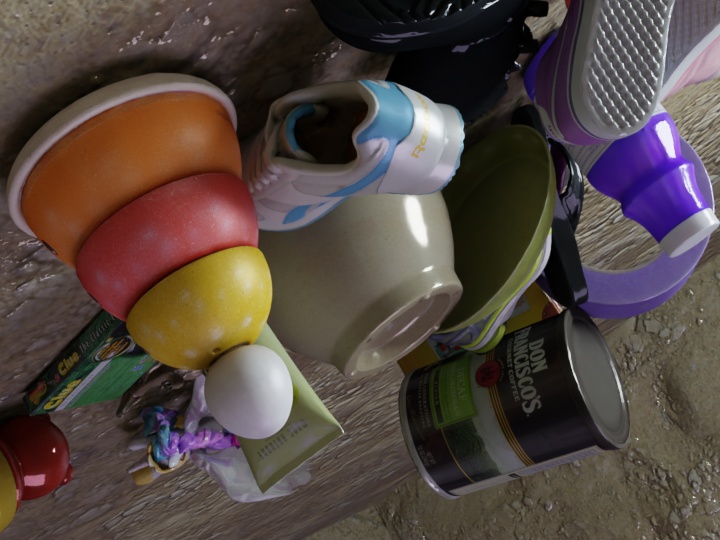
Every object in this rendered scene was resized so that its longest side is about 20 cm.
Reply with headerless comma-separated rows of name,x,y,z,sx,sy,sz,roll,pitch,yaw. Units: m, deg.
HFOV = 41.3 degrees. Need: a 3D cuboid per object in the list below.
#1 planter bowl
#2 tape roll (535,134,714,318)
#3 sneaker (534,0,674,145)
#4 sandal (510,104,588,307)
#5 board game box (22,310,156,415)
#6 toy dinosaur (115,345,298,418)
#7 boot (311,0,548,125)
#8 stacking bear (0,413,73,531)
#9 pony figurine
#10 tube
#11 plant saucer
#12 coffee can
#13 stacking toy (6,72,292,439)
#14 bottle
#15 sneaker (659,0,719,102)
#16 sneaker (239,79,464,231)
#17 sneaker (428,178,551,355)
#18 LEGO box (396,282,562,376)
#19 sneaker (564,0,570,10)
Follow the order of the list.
planter bowl,0.000,0.000,0.778,0.199,0.135,0.201,-33,160,-14
tape roll,0.261,-0.056,0.997,0.199,0.201,0.085,-32,162,4
sneaker,0.158,-0.180,0.618,0.114,0.072,0.203,-166,-85,-81
sandal,0.186,-0.065,0.905,0.047,0.203,0.075,-22,-160,-9
board game box,-0.197,0.058,0.824,0.200,0.024,0.104,-41,163,26
toy dinosaur,-0.156,0.088,0.957,0.198,0.059,0.101,-18,175,-16
boot,0.042,-0.144,0.597,0.197,0.074,0.163,-27,163,-27
stacking bear,-0.336,0.185,0.806,0.113,0.122,0.199,-35,174,36
pony figurine,-0.169,0.186,1.055,0.191,0.169,0.200,-17,175,-19
tube,-0.091,0.052,0.687,0.051,0.201,0.058,-22,162,-32
plant saucer,0.107,-0.032,0.842,0.031,0.202,0.200,27,130,-24
coffee can,0.160,0.142,0.999,0.198,0.148,0.146,-25,168,28
stacking toy,-0.099,0.005,0.541,0.145,0.201,0.146,-28,162,-10
bottle,0.214,-0.105,0.778,0.065,0.201,0.084,-20,159,-30
sneaker,0.272,-0.181,0.881,0.200,0.076,0.104,-42,155,18
sneaker,-0.034,-0.076,0.594,0.198,0.078,0.080,-12,161,43
sneaker,0.117,0.001,0.911,0.080,0.074,0.202,0,126,-29
LEGO box,0.126,0.052,1.149,0.199,0.150,0.077,-34,164,10
sneaker,0.245,-0.219,0.661,0.200,0.116,0.078,-40,161,26
